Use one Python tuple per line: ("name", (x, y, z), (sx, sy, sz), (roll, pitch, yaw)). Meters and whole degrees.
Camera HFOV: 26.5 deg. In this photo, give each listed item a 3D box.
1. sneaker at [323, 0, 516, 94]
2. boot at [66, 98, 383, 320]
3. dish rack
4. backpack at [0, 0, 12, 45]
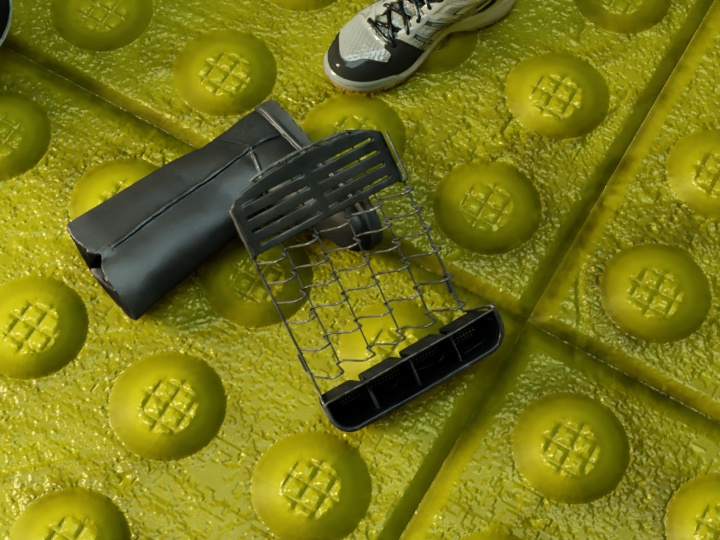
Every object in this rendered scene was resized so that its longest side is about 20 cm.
("sneaker", (0.050, -0.228, 1.295), (0.199, 0.088, 0.076), (-35, 70, -17))
("boot", (-0.106, -0.028, 1.192), (0.199, 0.066, 0.165), (-33, 59, -21))
("dish rack", (0.000, 0.000, 1.141), (0.153, 0.055, 0.201), (-28, 99, -15))
("backpack", (-0.389, -0.217, 1.224), (0.200, 0.178, 0.150), (-38, 38, -20))
